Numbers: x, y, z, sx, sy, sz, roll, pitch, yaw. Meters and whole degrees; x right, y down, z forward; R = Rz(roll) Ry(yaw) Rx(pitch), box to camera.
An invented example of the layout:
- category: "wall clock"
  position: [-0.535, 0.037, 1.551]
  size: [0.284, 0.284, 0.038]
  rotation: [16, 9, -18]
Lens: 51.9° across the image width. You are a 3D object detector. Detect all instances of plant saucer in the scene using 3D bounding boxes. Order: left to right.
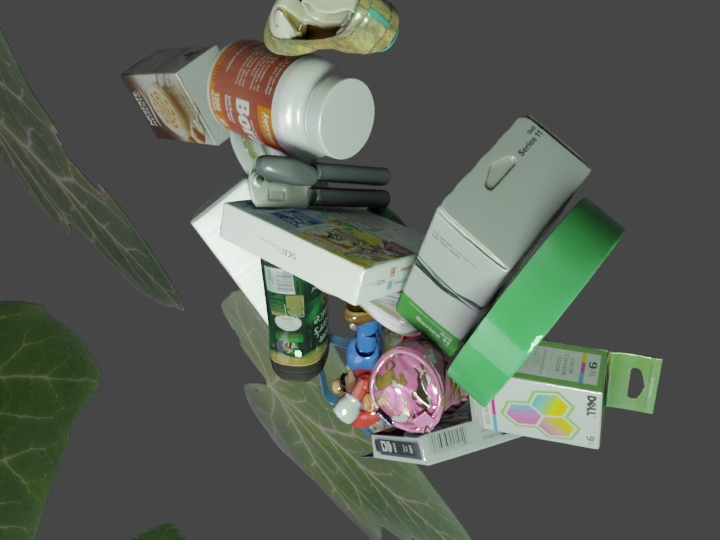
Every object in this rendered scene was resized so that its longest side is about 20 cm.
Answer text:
- category: "plant saucer"
  position: [-0.097, -0.133, 1.019]
  size: [0.199, 0.050, 0.201]
  rotation: [40, 162, 16]

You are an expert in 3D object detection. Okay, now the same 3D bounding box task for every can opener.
- category: "can opener"
  position: [-0.039, -0.096, 0.835]
  size: [0.066, 0.196, 0.054]
  rotation: [7, 97, 48]

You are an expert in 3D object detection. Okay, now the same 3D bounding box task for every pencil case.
- category: "pencil case"
  position: [0.076, 0.116, 0.810]
  size: [0.081, 0.089, 0.199]
  rotation: [17, -172, 18]

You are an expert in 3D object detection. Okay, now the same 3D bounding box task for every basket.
- category: "basket"
  position: [0.019, 0.175, 1.165]
  size: [0.194, 0.141, 0.179]
  rotation: [8, 140, 18]

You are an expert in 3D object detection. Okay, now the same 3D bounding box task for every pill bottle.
- category: "pill bottle"
  position: [-0.080, -0.193, 0.843]
  size: [0.198, 0.112, 0.114]
  rotation: [26, 148, 40]

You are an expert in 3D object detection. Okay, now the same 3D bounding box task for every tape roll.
- category: "tape roll"
  position: [0.157, 0.030, 0.666]
  size: [0.048, 0.200, 0.202]
  rotation: [39, 155, 12]

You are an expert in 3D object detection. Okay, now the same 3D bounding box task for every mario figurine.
- category: "mario figurine"
  position: [-0.011, 0.125, 1.009]
  size: [0.105, 0.122, 0.206]
  rotation: [24, 124, 40]

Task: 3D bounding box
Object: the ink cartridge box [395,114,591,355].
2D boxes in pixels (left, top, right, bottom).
- category: "ink cartridge box"
  position: [0.120, -0.027, 0.712]
  size: [0.083, 0.147, 0.201]
  rotation: [39, 155, 12]

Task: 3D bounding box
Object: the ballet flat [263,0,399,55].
- category: "ballet flat"
  position: [-0.047, -0.256, 0.741]
  size: [0.197, 0.071, 0.072]
  rotation: [18, 143, 42]

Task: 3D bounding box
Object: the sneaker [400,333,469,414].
- category: "sneaker"
  position: [0.076, 0.113, 1.012]
  size: [0.200, 0.116, 0.078]
  rotation: [45, 172, 6]

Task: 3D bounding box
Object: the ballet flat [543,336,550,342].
- category: "ballet flat"
  position: [0.192, 0.107, 0.895]
  size: [0.069, 0.070, 0.202]
  rotation: [20, 146, 13]

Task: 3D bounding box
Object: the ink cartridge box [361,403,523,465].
- category: "ink cartridge box"
  position: [0.119, 0.224, 1.035]
  size: [0.199, 0.193, 0.045]
  rotation: [-24, 77, 62]

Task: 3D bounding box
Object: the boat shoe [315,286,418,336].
- category: "boat shoe"
  position: [0.000, 0.001, 0.910]
  size: [0.199, 0.074, 0.066]
  rotation: [34, 131, 12]

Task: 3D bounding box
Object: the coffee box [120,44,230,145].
- category: "coffee box"
  position: [-0.256, -0.256, 1.083]
  size: [0.198, 0.080, 0.116]
  rotation: [16, 141, 50]

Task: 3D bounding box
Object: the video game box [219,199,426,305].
- category: "video game box"
  position: [-0.026, -0.032, 0.820]
  size: [0.197, 0.180, 0.048]
  rotation: [25, 110, 31]

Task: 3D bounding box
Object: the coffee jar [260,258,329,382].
- category: "coffee jar"
  position: [-0.088, 0.051, 1.036]
  size: [0.083, 0.105, 0.205]
  rotation: [4, 122, 8]

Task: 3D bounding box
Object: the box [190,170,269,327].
- category: "box"
  position: [-0.159, -0.037, 1.150]
  size: [0.202, 0.105, 0.152]
  rotation: [54, -179, -14]

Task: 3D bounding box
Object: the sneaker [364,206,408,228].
- category: "sneaker"
  position: [0.013, -0.013, 0.994]
  size: [0.085, 0.078, 0.201]
  rotation: [44, 155, 6]

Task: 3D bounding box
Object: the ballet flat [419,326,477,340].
- category: "ballet flat"
  position: [0.112, 0.067, 0.928]
  size: [0.067, 0.068, 0.202]
  rotation: [36, 117, 9]

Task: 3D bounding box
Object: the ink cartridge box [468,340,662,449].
- category: "ink cartridge box"
  position: [0.217, 0.134, 0.802]
  size: [0.194, 0.060, 0.105]
  rotation: [7, 138, 21]
